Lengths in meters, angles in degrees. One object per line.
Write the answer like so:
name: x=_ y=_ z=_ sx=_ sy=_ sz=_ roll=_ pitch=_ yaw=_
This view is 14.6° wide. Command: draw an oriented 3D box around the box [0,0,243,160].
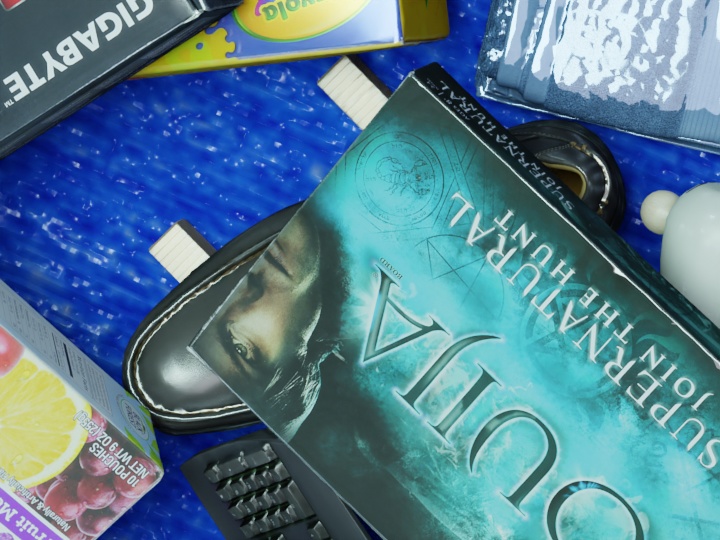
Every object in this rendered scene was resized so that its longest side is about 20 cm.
box: x=-0.164 y=-0.108 z=0.973 sx=0.200 sy=0.046 sz=0.159 roll=-30 pitch=90 yaw=19

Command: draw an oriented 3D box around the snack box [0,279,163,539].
snack box: x=-0.188 y=0.084 z=0.974 sx=0.200 sy=0.053 sz=0.142 roll=-42 pitch=114 yaw=7

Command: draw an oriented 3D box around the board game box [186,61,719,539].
board game box: x=0.052 y=0.046 z=0.949 sx=0.200 sy=0.028 sz=0.135 roll=43 pitch=114 yaw=9

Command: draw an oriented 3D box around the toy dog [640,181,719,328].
toy dog: x=0.082 y=0.053 z=1.029 sx=0.096 sy=0.132 sz=0.200 roll=34 pitch=91 yaw=31

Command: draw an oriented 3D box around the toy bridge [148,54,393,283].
toy bridge: x=-0.052 y=0.010 z=1.071 sx=0.067 sy=0.027 sz=0.200 roll=45 pitch=97 yaw=0

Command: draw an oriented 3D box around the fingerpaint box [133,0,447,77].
fingerpaint box: x=-0.080 y=-0.154 z=1.015 sx=0.200 sy=0.073 sz=0.167 roll=-4 pitch=95 yaw=15

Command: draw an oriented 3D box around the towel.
towel: x=0.149 y=-0.095 z=1.032 sx=0.200 sy=0.049 sz=0.112 roll=14 pitch=97 yaw=5

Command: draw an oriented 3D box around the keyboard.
keyboard: x=-0.007 y=0.150 z=1.047 sx=0.021 sy=0.127 sz=0.200 roll=-37 pitch=98 yaw=-33

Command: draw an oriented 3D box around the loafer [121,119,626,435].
loafer: x=0.000 y=0.000 z=1.014 sx=0.200 sy=0.072 sz=0.073 roll=-29 pitch=86 yaw=5
